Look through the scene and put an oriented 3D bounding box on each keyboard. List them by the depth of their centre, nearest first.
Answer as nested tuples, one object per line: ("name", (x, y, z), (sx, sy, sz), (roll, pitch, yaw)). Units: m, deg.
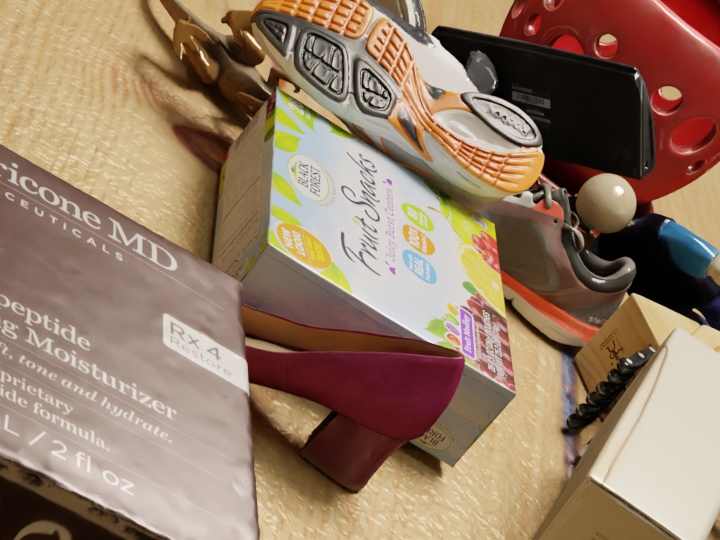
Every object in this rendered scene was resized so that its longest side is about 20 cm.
("keyboard", (0.124, -0.096, 1.626), (0.021, 0.127, 0.200), (-20, 27, -39))

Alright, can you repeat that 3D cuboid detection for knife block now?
("knife block", (0.214, 0.104, 1.487), (0.200, 0.064, 0.176), (24, 29, -33))

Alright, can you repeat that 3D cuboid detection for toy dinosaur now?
("toy dinosaur", (-0.092, -0.139, 1.498), (0.200, 0.060, 0.106), (47, -10, 17))

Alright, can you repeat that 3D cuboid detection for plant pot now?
("plant pot", (0.187, -0.138, 1.726), (0.200, 0.183, 0.200), (31, 25, -17))

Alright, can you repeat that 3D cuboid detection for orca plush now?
("orca plush", (0.025, -0.119, 1.641), (0.200, 0.071, 0.105), (34, 67, 11))

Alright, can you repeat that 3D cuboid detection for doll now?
("doll", (0.207, 0.008, 1.591), (0.200, 0.136, 0.048), (45, 60, -32))

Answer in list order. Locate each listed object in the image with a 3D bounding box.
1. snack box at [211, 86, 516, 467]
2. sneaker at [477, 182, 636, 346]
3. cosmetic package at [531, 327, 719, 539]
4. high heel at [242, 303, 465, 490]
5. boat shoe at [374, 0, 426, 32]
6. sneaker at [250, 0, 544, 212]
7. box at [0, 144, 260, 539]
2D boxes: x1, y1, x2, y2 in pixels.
("snack box", (0.000, 0.000, 1.352), (0.169, 0.068, 0.200), (32, 23, -16))
("sneaker", (0.095, -0.037, 1.538), (0.200, 0.082, 0.077), (35, 24, -10))
("cosmetic package", (0.153, 0.123, 1.285), (0.073, 0.104, 0.200), (35, 28, 4))
("high heel", (-0.045, 0.022, 1.209), (0.200, 0.096, 0.067), (35, 24, -10))
("boat shoe", (0.013, -0.211, 1.746), (0.060, 0.074, 0.200), (17, 24, -33))
("sneaker", (0.010, -0.095, 1.452), (0.200, 0.092, 0.076), (35, 59, -7))
("box", (-0.150, 0.076, 0.875), (0.166, 0.164, 0.200), (30, 25, -22))
